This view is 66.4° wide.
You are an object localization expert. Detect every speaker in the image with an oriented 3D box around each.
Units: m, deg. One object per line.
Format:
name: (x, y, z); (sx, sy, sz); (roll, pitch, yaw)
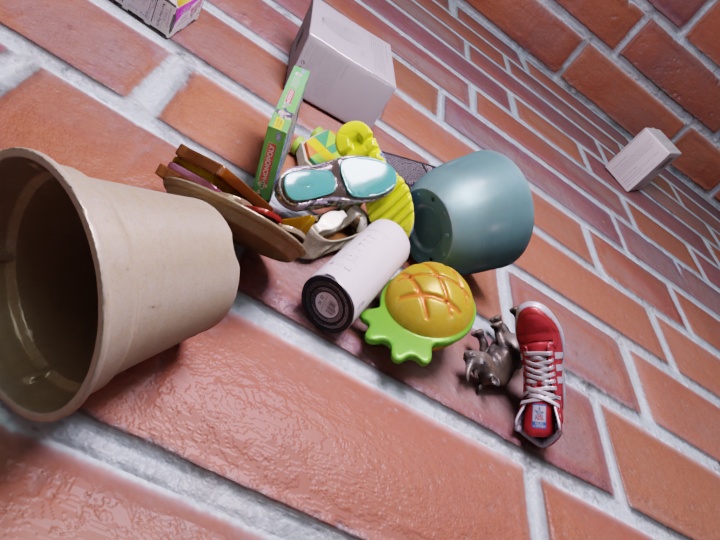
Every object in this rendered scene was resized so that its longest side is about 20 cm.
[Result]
speaker: (0.000, 0.000, 0.762); (0.081, 0.082, 0.200); (41, 36, 3)

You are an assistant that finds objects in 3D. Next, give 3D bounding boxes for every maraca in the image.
maraca: (0.083, 0.058, 0.761); (0.135, 0.110, 0.198); (29, 41, 25)

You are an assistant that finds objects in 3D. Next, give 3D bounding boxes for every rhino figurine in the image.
rhino figurine: (0.210, 0.126, 0.840); (0.197, 0.059, 0.090); (-23, 87, -50)

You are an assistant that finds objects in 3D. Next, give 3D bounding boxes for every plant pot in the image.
plant pot: (0.161, -0.086, 0.913); (0.157, 0.203, 0.204); (-15, 61, -35)
plant pot: (-0.213, 0.005, 0.493); (0.202, 0.201, 0.182); (50, 25, 15)

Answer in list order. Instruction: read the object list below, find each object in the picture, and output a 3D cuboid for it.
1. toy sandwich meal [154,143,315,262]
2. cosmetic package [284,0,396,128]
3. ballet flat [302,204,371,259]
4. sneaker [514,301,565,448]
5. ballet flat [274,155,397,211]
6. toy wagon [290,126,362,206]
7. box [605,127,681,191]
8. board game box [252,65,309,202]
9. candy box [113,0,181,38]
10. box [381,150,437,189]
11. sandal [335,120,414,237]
toy sandwich meal: (-0.143, -0.079, 0.650); (0.201, 0.204, 0.072); (28, 80, -17)
cosmetic package: (-0.040, -0.419, 1.126); (0.195, 0.124, 0.203); (23, 39, -21)
ballet flat: (-0.027, -0.066, 0.823); (0.068, 0.062, 0.199); (49, 36, 6)
sneaker: (0.253, 0.155, 0.782); (0.113, 0.069, 0.206); (-49, 128, -50)
ballet flat: (-0.039, -0.126, 0.805); (0.195, 0.073, 0.073); (-11, 58, -31)
toy wagon: (-0.048, -0.169, 0.931); (0.154, 0.040, 0.200); (42, 36, 2)
box: (1.069, -0.417, 2.079); (0.195, 0.201, 0.133); (-12, 61, -47)
board game box: (-0.118, -0.196, 0.811); (0.028, 0.137, 0.203); (16, 39, -8)
candy box: (-0.383, -0.504, 0.953); (0.196, 0.061, 0.138); (32, 36, -13)
box: (0.102, -0.157, 1.061); (0.195, 0.036, 0.146); (5, 50, -38)
sandal: (0.028, -0.137, 0.882); (0.087, 0.077, 0.206); (42, 24, -84)
